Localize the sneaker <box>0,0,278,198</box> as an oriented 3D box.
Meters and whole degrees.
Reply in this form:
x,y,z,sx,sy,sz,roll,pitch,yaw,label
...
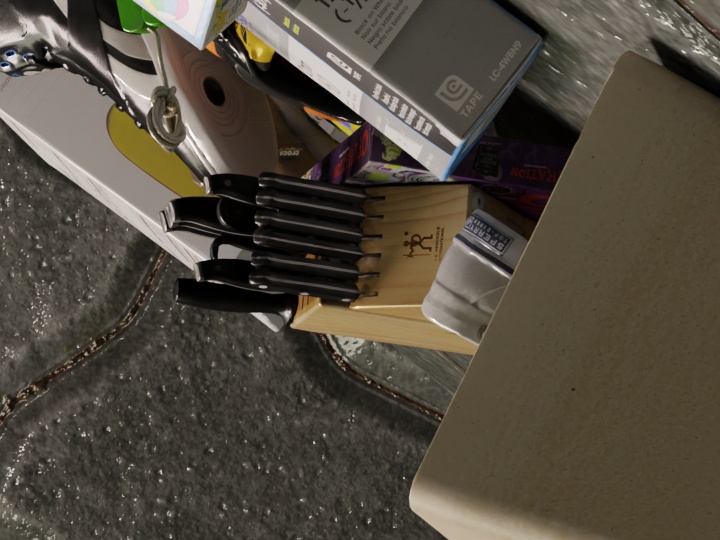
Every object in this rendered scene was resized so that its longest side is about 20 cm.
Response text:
x,y,z,sx,sy,sz,roll,pitch,yaw,label
-0.132,-0.110,1.457,0.200,0.112,0.073,59,-148,0,sneaker

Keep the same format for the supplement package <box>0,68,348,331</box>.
x,y,z,sx,sy,sz,roll,pitch,yaw,label
-0.098,-0.092,1.722,0.200,0.152,0.151,36,175,17,supplement package

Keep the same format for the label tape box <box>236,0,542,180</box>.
x,y,z,sx,sy,sz,roll,pitch,yaw,label
-0.018,-0.131,1.262,0.200,0.066,0.143,36,175,1,label tape box

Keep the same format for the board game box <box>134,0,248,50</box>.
x,y,z,sx,sy,sz,roll,pitch,yaw,label
-0.122,-0.199,1.155,0.200,0.034,0.135,37,144,9,board game box

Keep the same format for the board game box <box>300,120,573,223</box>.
x,y,z,sx,sy,sz,roll,pitch,yaw,label
0.036,-0.038,1.443,0.120,0.032,0.200,4,169,-14,board game box

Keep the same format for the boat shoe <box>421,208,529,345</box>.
x,y,z,sx,sy,sz,roll,pitch,yaw,label
0.092,0.052,1.348,0.075,0.086,0.202,35,177,40,boat shoe

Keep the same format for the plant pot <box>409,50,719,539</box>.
x,y,z,sx,sy,sz,roll,pitch,yaw,label
0.163,0.060,1.110,0.177,0.200,0.200,22,170,23,plant pot

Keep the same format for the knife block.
x,y,z,sx,sy,sz,roll,pitch,yaw,label
0.000,0.000,1.421,0.175,0.064,0.200,-1,166,30,knife block

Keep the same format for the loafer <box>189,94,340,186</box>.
x,y,z,sx,sy,sz,roll,pitch,yaw,label
-0.069,-0.077,1.540,0.200,0.071,0.073,43,173,-34,loafer

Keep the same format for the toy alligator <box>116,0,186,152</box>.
x,y,z,sx,sy,sz,roll,pitch,yaw,label
-0.098,-0.159,1.302,0.059,0.054,0.201,-4,-105,-64,toy alligator

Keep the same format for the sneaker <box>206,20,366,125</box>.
x,y,z,sx,sy,sz,roll,pitch,yaw,label
-0.063,-0.140,1.365,0.200,0.070,0.090,32,-166,-19,sneaker

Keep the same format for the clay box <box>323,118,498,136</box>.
x,y,z,sx,sy,sz,roll,pitch,yaw,label
-0.015,-0.115,1.511,0.200,0.048,0.115,37,175,13,clay box
